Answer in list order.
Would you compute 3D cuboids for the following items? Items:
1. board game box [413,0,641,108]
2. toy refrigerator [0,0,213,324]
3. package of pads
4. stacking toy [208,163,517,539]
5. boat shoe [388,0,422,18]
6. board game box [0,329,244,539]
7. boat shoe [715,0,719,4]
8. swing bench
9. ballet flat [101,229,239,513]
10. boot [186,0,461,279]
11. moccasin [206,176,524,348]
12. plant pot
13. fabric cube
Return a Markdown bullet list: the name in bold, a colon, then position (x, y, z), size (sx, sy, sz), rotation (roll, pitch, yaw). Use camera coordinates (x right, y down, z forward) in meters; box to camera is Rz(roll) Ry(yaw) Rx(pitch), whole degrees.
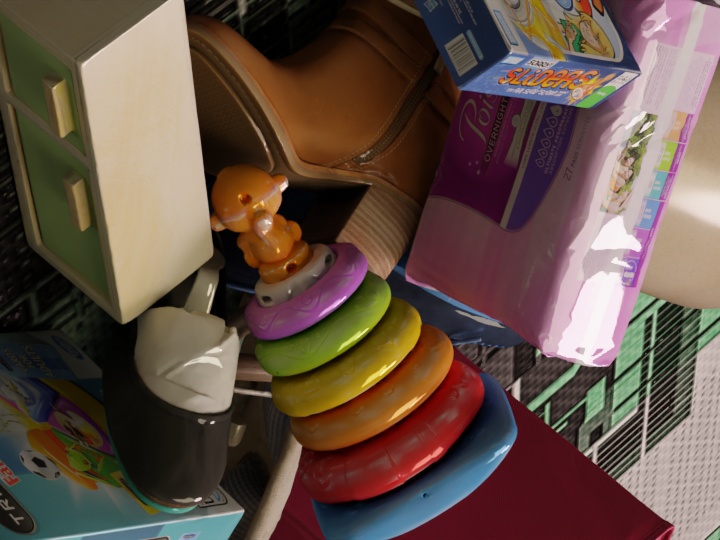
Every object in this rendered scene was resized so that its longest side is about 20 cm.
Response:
- **board game box**: position (0.050, -0.175, 1.430), size (0.034, 0.200, 0.135), rotation (-34, 163, 27)
- **toy refrigerator**: position (-0.126, -0.067, 1.418), size (0.070, 0.076, 0.200), rotation (-39, 152, -24)
- **package of pads**: position (0.103, -0.063, 1.529), size (0.076, 0.120, 0.200), rotation (7, 105, -44)
- **stacking toy**: position (-0.018, 0.029, 1.510), size (0.116, 0.110, 0.200), rotation (-32, 108, 4)
- **boat shoe**: position (0.054, -0.162, 1.586), size (0.202, 0.075, 0.075), rotation (12, 87, -38)
- **board game box**: position (-0.172, 0.095, 1.459), size (0.200, 0.151, 0.047), rotation (-2, 129, -57)
- **boat shoe**: position (0.263, -0.222, 1.700), size (0.200, 0.067, 0.074), rotation (-57, 179, -16)
- **swing bench**: position (-0.076, 0.114, 1.673), size (0.200, 0.130, 0.199), rotation (-9, 132, -47)
- **ballet flat**: position (-0.094, 0.035, 1.507), size (0.068, 0.200, 0.068), rotation (16, 123, -18)
- **boot**: position (-0.019, -0.103, 1.550), size (0.200, 0.074, 0.155), rotation (52, 54, -37)
- **moccasin**: position (0.000, 0.000, 1.633), size (0.081, 0.200, 0.068), rotation (-85, -159, -53)
- **plant pot**: position (0.145, -0.078, 1.749), size (0.200, 0.187, 0.187), rotation (7, 119, -44)
- **fabric cube**: position (0.050, 0.210, 1.907), size (0.196, 0.199, 0.200), rotation (-31, 147, -33)
